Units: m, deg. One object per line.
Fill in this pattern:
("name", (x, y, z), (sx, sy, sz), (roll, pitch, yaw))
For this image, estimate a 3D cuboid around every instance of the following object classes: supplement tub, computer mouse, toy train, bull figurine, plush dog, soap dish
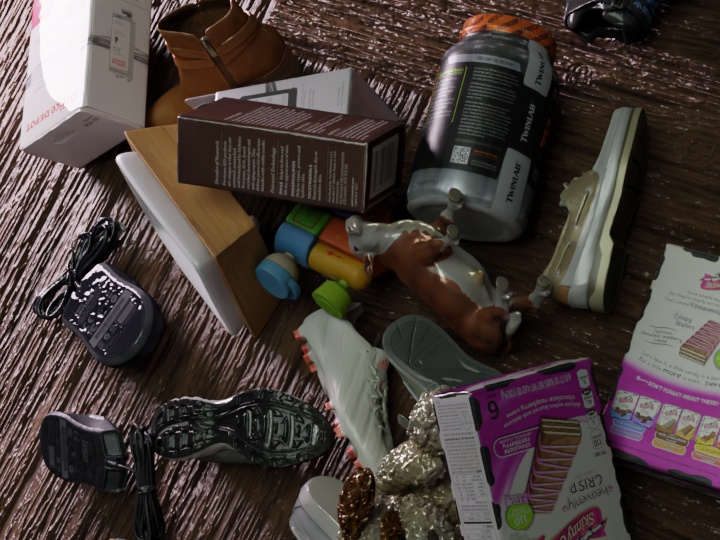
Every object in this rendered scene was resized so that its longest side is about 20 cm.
("supplement tub", (0.123, -0.138, 1.662), (0.122, 0.122, 0.201), (7, 73, 30))
("computer mouse", (-0.256, 0.215, 1.759), (0.199, 0.046, 0.141), (2, 100, 47))
("computer mouse", (-0.264, 0.040, 1.840), (0.139, 0.053, 0.200), (-51, 44, 3))
("toy train", (0.000, 0.000, 1.677), (0.199, 0.085, 0.116), (26, 67, 28))
("bull figurine", (0.080, -0.003, 1.603), (0.121, 0.200, 0.065), (-42, 10, 51))
("plush dog", (0.045, 0.224, 1.512), (0.160, 0.201, 0.172), (-17, 16, 47))
("soap dish", (-0.161, -0.045, 1.762), (0.081, 0.158, 0.200), (-33, 56, -8))

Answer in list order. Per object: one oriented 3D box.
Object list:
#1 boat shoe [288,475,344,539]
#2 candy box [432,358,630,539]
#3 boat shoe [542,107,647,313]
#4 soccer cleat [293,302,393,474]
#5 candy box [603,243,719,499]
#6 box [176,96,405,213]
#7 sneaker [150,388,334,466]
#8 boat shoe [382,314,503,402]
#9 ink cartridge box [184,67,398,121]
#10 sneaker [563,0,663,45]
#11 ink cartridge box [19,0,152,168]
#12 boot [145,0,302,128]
("boat shoe", (0.005, 0.281, 1.584), (0.200, 0.072, 0.069), (43, 125, 19))
("candy box", (0.150, 0.187, 1.453), (0.061, 0.136, 0.201), (-12, 91, 57))
("boat shoe", (0.220, -0.062, 1.607), (0.068, 0.075, 0.201), (9, 75, 25))
("soccer cleat", (0.001, 0.116, 1.655), (0.077, 0.069, 0.201), (-25, 60, 0))
("candy box", (0.304, 0.090, 1.507), (0.136, 0.061, 0.201), (16, 79, 33))
("box", (-0.068, -0.113, 1.648), (0.199, 0.100, 0.075), (12, 110, 21))
("sneaker", (-0.108, 0.156, 1.682), (0.199, 0.079, 0.074), (-1, 78, 33))
("boat shoe", (0.097, 0.124, 1.609), (0.074, 0.065, 0.202), (-40, 60, -16))
("ink cartridge box", (-0.075, -0.140, 1.771), (0.199, 0.116, 0.068), (-7, 65, 26))
("sneaker", (0.288, -0.273, 1.656), (0.199, 0.077, 0.112), (-5, 61, 31))
("ink cartridge box", (-0.308, -0.234, 1.928), (0.146, 0.082, 0.201), (-24, 58, 46))
("boot", (-0.178, -0.220, 1.836), (0.199, 0.155, 0.074), (-26, 60, 16))
